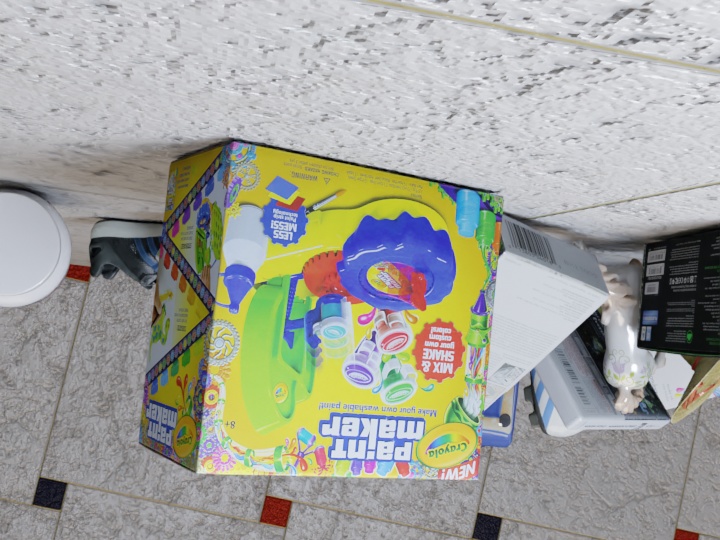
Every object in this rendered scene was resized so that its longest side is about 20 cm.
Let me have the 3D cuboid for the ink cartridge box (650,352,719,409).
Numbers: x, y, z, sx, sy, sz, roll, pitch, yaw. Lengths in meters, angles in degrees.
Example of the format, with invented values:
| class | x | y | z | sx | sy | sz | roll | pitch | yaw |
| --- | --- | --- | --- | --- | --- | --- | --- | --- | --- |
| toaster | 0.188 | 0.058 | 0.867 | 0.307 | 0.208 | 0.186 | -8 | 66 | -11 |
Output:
| class | x | y | z | sx | sy | sz | roll | pitch | yaw |
| --- | --- | --- | --- | --- | --- | --- | --- | --- | --- |
| ink cartridge box | 0.405 | 0.095 | 1.154 | 0.199 | 0.117 | 0.067 | -15 | 168 | 1 |

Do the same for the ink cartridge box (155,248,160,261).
| class | x | y | z | sx | sy | sz | roll | pitch | yaw |
| --- | --- | --- | --- | --- | --- | --- | --- | --- | --- |
| ink cartridge box | -0.107 | 0.023 | 1.012 | 0.199 | 0.059 | 0.104 | 24 | 162 | 19 |

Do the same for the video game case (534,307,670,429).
| class | x | y | z | sx | sy | sz | roll | pitch | yaw |
| --- | --- | --- | --- | --- | --- | --- | --- | --- | --- |
| video game case | 0.207 | 0.064 | 0.940 | 0.181 | 0.201 | 0.023 | 10 | 137 | -47 |

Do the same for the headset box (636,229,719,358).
| class | x | y | z | sx | sy | sz | roll | pitch | yaw |
| --- | --- | --- | --- | --- | --- | --- | --- | --- | --- |
| headset box | 0.340 | 0.027 | 0.736 | 0.199 | 0.093 | 0.174 | 6 | 177 | -7 |

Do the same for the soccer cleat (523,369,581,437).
| class | x | y | z | sx | sy | sz | roll | pitch | yaw |
| --- | --- | --- | --- | --- | --- | --- | --- | --- | --- |
| soccer cleat | 0.205 | 0.072 | 1.011 | 0.086 | 0.201 | 0.070 | -15 | 177 | 20 |

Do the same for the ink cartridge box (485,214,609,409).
| class | x | y | z | sx | sy | sz | roll | pitch | yaw |
| --- | --- | --- | --- | --- | --- | --- | --- | --- | --- |
| ink cartridge box | 0.095 | 0.050 | 0.793 | 0.109 | 0.051 | 0.200 | 21 | 129 | -26 |

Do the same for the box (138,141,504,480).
| class | x | y | z | sx | sy | sz | roll | pitch | yaw |
| --- | --- | --- | --- | --- | --- | --- | --- | --- | --- |
| box | -0.026 | 0.033 | 0.644 | 0.199 | 0.194 | 0.122 | 7 | 176 | -29 |

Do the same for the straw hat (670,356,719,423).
| class | x | y | z | sx | sy | sz | roll | pitch | yaw |
| --- | --- | --- | --- | --- | --- | --- | --- | --- | --- |
| straw hat | 0.346 | 0.049 | 0.944 | 0.085 | 0.201 | 0.201 | 47 | -164 | 25 |

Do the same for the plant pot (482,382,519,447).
| class | x | y | z | sx | sy | sz | roll | pitch | yaw |
| --- | --- | --- | --- | --- | --- | --- | --- | --- | --- |
| plant pot | 0.091 | 0.118 | 1.188 | 0.199 | 0.201 | 0.180 | 11 | 170 | -18 |

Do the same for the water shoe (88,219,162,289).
| class | x | y | z | sx | sy | sz | roll | pitch | yaw |
| --- | --- | --- | --- | --- | --- | --- | --- | --- | --- |
| water shoe | -0.233 | -0.015 | 1.152 | 0.199 | 0.079 | 0.071 | 5 | 176 | 23 |

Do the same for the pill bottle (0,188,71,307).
| class | x | y | z | sx | sy | sz | roll | pitch | yaw |
| --- | --- | --- | --- | --- | --- | --- | --- | --- | --- |
| pill bottle | -0.350 | -0.021 | 0.969 | 0.115 | 0.117 | 0.200 | 7 | 176 | -17 |

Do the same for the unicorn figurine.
| class | x | y | z | sx | sy | sz | roll | pitch | yaw |
| --- | --- | --- | --- | --- | --- | --- | --- | --- | --- |
| unicorn figurine | 0.231 | 0.033 | 0.850 | 0.074 | 0.201 | 0.137 | -14 | -173 | 38 |
